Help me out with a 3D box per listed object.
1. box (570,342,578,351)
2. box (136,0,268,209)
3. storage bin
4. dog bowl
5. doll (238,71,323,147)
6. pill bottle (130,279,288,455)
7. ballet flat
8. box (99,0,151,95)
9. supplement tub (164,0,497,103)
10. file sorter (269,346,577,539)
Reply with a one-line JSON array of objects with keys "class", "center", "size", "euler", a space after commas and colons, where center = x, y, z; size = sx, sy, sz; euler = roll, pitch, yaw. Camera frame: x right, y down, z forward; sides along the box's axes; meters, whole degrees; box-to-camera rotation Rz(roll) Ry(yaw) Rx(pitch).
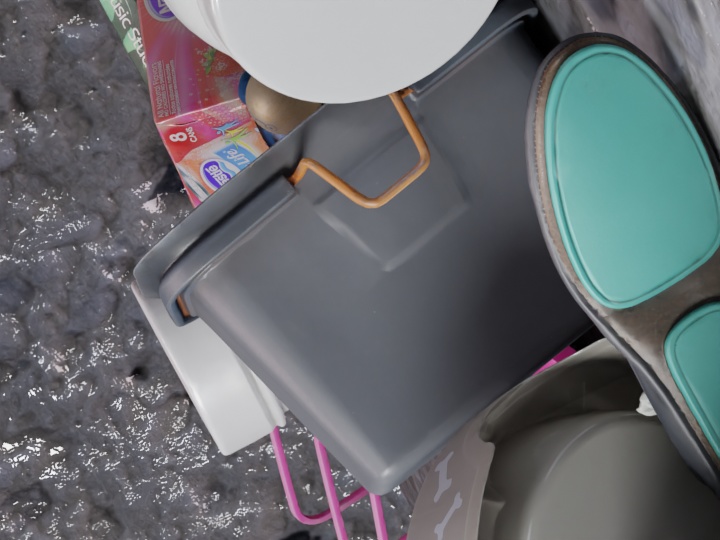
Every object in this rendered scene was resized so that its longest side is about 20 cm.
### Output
[{"class": "box", "center": [0.056, -0.018, 1.345], "size": [0.200, 0.044, 0.160], "euler": [64, 174, -20]}, {"class": "box", "center": [-0.076, -0.141, 1.423], "size": [0.103, 0.095, 0.200], "euler": [69, -173, -52]}, {"class": "storage bin", "center": [0.028, -0.008, 0.984], "size": [0.134, 0.200, 0.146], "euler": [50, 173, 6]}, {"class": "dog bowl", "center": [0.099, 0.127, 0.900], "size": [0.059, 0.200, 0.200], "euler": [-22, 98, 48]}, {"class": "doll", "center": [-0.017, -0.055, 1.291], "size": [0.136, 0.048, 0.200], "euler": [40, 168, 29]}, {"class": "pill bottle", "center": [0.000, 0.000, 1.139], "size": [0.113, 0.200, 0.113], "euler": [60, 174, 11]}, {"class": "ballet flat", "center": [0.110, 0.004, 0.867], "size": [0.200, 0.073, 0.073], "euler": [60, 175, -14]}, {"class": "box", "center": [-0.089, -0.154, 1.569], "size": [0.036, 0.144, 0.200], "euler": [-33, 85, 43]}, {"class": "supplement tub", "center": [-0.035, -0.167, 0.944], "size": [0.200, 0.140, 0.140], "euler": [55, 172, 49]}, {"class": "file sorter", "center": [0.059, 0.111, 1.234], "size": [0.200, 0.125, 0.139], "euler": [36, 151, 41]}]
